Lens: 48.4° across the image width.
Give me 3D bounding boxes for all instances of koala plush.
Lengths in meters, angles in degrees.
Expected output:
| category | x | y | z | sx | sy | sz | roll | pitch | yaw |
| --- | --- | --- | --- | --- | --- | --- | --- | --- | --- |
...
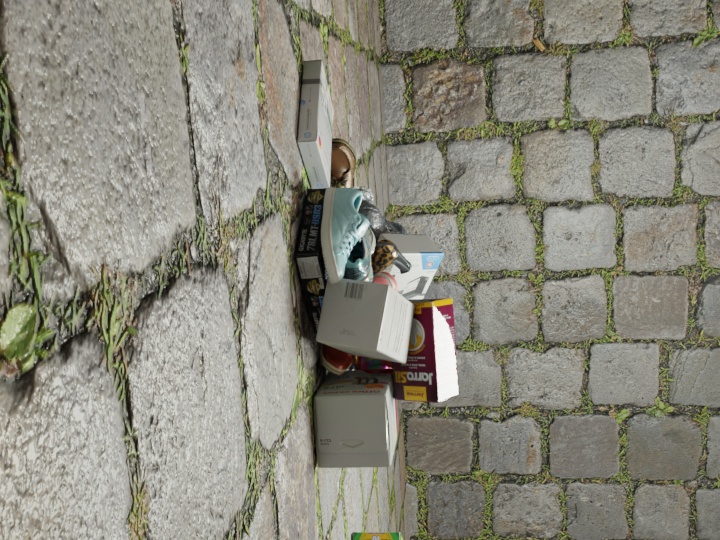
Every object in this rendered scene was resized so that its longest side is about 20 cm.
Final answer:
| category | x | y | z | sx | sy | sz | roll | pitch | yaw |
| --- | --- | --- | --- | --- | --- | --- | --- | --- | --- |
| koala plush | 0.020 | -0.094 | 1.927 | 0.200 | 0.182 | 0.178 | 64 | 22 | -50 |

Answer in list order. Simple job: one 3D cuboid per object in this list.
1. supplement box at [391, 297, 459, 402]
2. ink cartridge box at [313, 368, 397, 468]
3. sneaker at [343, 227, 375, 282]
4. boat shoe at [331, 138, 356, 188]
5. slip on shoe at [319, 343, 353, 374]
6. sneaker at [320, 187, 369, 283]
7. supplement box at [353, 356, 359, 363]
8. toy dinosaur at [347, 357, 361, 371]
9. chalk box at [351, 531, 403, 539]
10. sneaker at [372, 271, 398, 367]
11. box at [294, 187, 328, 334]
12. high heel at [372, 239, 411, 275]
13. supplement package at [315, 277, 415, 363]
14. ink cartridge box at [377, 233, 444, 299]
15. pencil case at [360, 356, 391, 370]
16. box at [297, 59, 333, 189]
| category | x | y | z | sx | sy | sz | roll | pitch | yaw |
| --- | --- | --- | --- | --- | --- | --- | --- | --- | --- |
| supplement box | 0.127 | 0.159 | 1.623 | 0.085 | 0.110 | 0.202 | -5 | 91 | -53 |
| ink cartridge box | -0.006 | 0.291 | 1.599 | 0.200 | 0.144 | 0.146 | -55 | 141 | -80 |
| sneaker | -0.009 | -0.056 | 1.613 | 0.087 | 0.077 | 0.201 | 76 | 4 | -47 |
| boat shoe | -0.042 | -0.208 | 1.791 | 0.200 | 0.071 | 0.068 | 77 | 11 | -56 |
| slip on shoe | -0.030 | 0.133 | 1.641 | 0.061 | 0.074 | 0.200 | -59 | -178 | 40 |
| sneaker | -0.026 | -0.071 | 1.441 | 0.074 | 0.081 | 0.201 | 71 | 17 | -60 |
| supplement box | -0.029 | 0.158 | 1.795 | 0.200 | 0.068 | 0.067 | -47 | 132 | -78 |
| toy dinosaur | 0.000 | 0.211 | 1.819 | 0.181 | 0.104 | 0.202 | 25 | 72 | -72 |
| chalk box | 0.043 | 0.751 | 1.944 | 0.125 | 0.123 | 0.201 | 76 | 13 | -57 |
| sneaker | 0.036 | 0.108 | 1.656 | 0.087 | 0.073 | 0.202 | -18 | 101 | -56 |
| box | -0.076 | -0.019 | 1.526 | 0.201 | 0.049 | 0.199 | -86 | 171 | -48 |
| high heel | 0.000 | 0.000 | 1.738 | 0.143 | 0.199 | 0.072 | 41 | 26 | -56 |
| supplement package | 0.015 | 0.096 | 1.498 | 0.200 | 0.120 | 0.121 | 37 | 61 | -68 |
| ink cartridge box | 0.087 | 0.019 | 1.889 | 0.084 | 0.144 | 0.201 | 50 | -51 | 40 |
| pencil case | 0.040 | 0.157 | 1.768 | 0.089 | 0.088 | 0.201 | 78 | 11 | -56 |
| box | -0.086 | -0.285 | 1.579 | 0.156 | 0.041 | 0.201 | 75 | 13 | -60 |
